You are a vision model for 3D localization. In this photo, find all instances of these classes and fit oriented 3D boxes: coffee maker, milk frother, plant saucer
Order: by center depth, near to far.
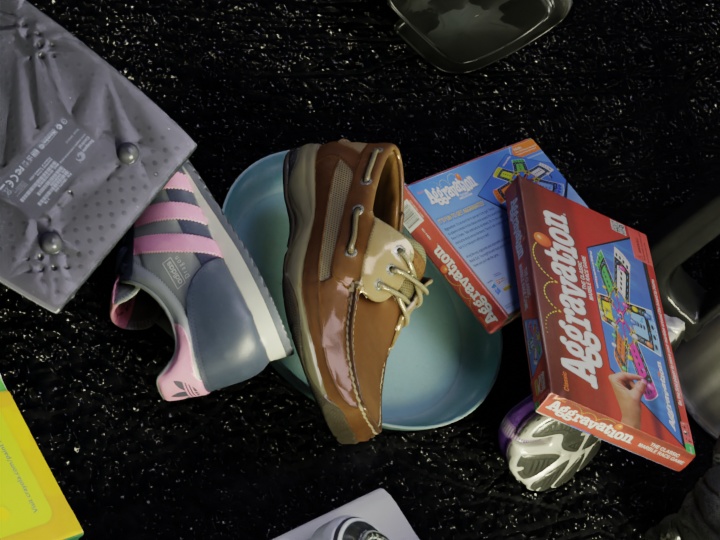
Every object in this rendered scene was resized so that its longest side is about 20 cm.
[{"bbox_3d":[-0.003,0.014,1.090,0.200,0.027,0.200,21,45,-23],"label":"plant saucer"},{"bbox_3d":[0.309,-0.009,1.231,0.181,0.188,0.200,51,42,7],"label":"milk frother"},{"bbox_3d":[0.084,-0.253,1.298,0.192,0.135,0.200,14,50,-30],"label":"coffee maker"}]

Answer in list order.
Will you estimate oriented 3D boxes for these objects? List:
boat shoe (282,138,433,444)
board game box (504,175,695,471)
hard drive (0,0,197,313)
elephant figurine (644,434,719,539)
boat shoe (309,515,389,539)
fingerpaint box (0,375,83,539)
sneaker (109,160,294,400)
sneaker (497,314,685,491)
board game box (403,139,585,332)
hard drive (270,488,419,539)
[{"bbox_3d":[0.000,0.000,1.009,0.076,0.074,0.200,62,18,-51],"label":"boat shoe"},{"bbox_3d":[0.142,0.028,1.090,0.103,0.019,0.200,22,36,-20],"label":"board game box"},{"bbox_3d":[-0.203,-0.077,0.954,0.200,0.042,0.135,37,70,2],"label":"hard drive"},{"bbox_3d":[0.241,0.152,1.078,0.200,0.155,0.142,27,65,-30],"label":"elephant figurine"},{"bbox_3d":[0.036,0.200,0.865,0.074,0.068,0.200,14,46,-45],"label":"boat shoe"},{"bbox_3d":[-0.249,0.073,0.813,0.167,0.073,0.200,-15,66,-45],"label":"fingerpaint box"},{"bbox_3d":[-0.115,-0.014,1.000,0.082,0.070,0.200,-29,54,-7],"label":"sneaker"},{"bbox_3d":[0.130,0.069,1.130,0.083,0.081,0.200,33,32,15],"label":"sneaker"},{"bbox_3d":[0.098,-0.027,1.168,0.103,0.019,0.200,53,30,8],"label":"board game box"},{"bbox_3d":[-0.013,0.193,0.902,0.132,0.026,0.200,57,31,11],"label":"hard drive"}]
